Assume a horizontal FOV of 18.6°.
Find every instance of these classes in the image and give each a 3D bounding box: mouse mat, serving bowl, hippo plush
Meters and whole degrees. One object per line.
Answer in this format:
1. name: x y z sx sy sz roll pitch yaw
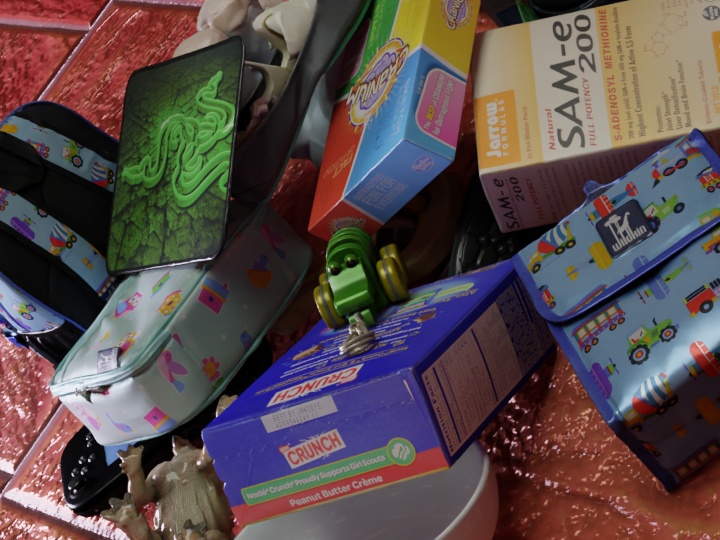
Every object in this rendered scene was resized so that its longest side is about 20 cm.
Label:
1. mouse mat: -0.139 -0.081 1.616 0.199 0.007 0.163 -8 74 58
2. serving bowl: 0.006 0.186 1.404 0.199 0.066 0.200 -26 18 9
3. hippo plush: -0.051 -0.116 1.693 0.160 0.202 0.159 14 23 23

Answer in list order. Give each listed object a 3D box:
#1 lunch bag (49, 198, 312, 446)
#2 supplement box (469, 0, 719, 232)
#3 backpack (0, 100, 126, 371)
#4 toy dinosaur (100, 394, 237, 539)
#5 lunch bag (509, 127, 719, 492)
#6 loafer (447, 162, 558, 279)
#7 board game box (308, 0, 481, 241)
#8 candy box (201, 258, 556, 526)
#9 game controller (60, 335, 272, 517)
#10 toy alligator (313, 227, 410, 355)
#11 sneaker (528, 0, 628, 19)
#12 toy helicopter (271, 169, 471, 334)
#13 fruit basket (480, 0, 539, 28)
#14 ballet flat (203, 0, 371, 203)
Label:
1. lunch bag: -0.139 0.038 1.630 0.160 0.077 0.200 -12 35 51
2. supplement box: 0.179 -0.113 1.497 0.198 0.074 0.127 -11 55 11
3. backpack: -0.241 -0.027 1.745 0.134 0.199 0.184 -16 49 46
4. toy dinosaur: -0.111 0.178 1.500 0.085 0.136 0.201 -4 48 15
5. lunch bag: 0.193 0.009 1.382 0.150 0.094 0.201 -37 45 8
6. loafer: 0.109 -0.050 1.577 0.202 0.068 0.070 -67 10 -24
7. board game box: 0.028 -0.134 1.554 0.153 0.040 0.201 -42 32 53
8. candy box: 0.016 0.077 1.448 0.168 0.078 0.200 -17 12 31
9. game controller: -0.150 0.104 1.671 0.200 0.042 0.105 -39 37 8
10. toy alligator: -0.005 0.006 1.479 0.059 0.055 0.200 -23 10 8
11. sneaker: 0.216 -0.206 1.559 0.201 0.146 0.077 -18 41 28
12. toy helicopter: 0.000 0.000 1.634 0.199 0.079 0.133 -31 45 33
13. fruit basket: 0.151 -0.256 1.626 0.184 0.200 0.094 -29 52 16
14. ballet flat: -0.056 -0.147 1.599 0.073 0.073 0.201 15 75 49
